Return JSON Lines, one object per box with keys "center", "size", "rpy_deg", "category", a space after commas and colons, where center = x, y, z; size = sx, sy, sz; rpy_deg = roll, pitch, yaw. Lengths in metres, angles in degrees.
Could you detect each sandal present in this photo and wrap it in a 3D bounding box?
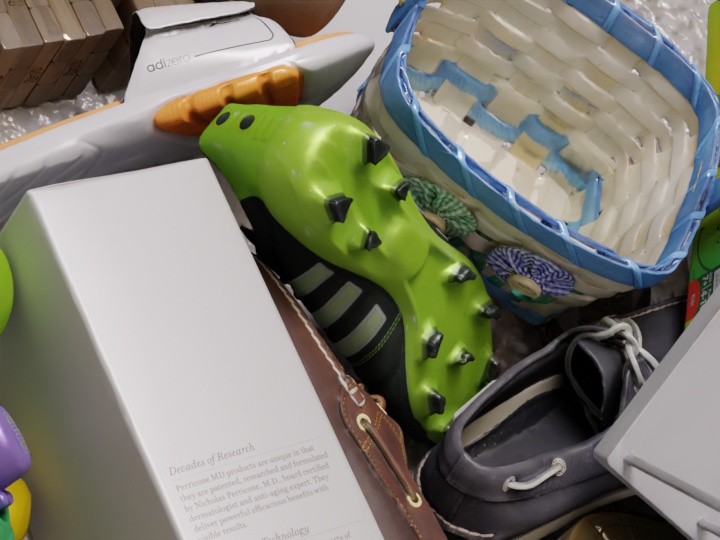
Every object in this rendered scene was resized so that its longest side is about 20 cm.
{"center": [-0.091, -0.076, 0.847], "size": [0.205, 0.079, 0.060], "rpy_deg": [-20, 81, -19], "category": "sandal"}

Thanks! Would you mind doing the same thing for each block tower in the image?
{"center": [-0.166, -0.098, 0.861], "size": [0.199, 0.054, 0.058], "rpy_deg": [-14, 69, -38], "category": "block tower"}

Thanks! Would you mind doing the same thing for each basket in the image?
{"center": [0.091, -0.072, 0.880], "size": [0.176, 0.200, 0.140], "rpy_deg": [31, 47, -11], "category": "basket"}

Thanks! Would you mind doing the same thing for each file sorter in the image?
{"center": [0.226, 0.089, 0.829], "size": [0.200, 0.124, 0.139], "rpy_deg": [41, 83, -21], "category": "file sorter"}

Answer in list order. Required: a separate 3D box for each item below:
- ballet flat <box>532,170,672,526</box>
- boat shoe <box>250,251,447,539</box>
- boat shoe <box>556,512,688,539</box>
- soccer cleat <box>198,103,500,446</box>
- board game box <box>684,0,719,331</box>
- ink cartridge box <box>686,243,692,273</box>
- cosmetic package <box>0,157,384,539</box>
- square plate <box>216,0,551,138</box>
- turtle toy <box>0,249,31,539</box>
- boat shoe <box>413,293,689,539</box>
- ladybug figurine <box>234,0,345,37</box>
{"center": [0.112, 0.038, 0.971], "size": [0.067, 0.046, 0.201], "rpy_deg": [-4, 56, -11], "category": "ballet flat"}
{"center": [-0.014, 0.081, 0.836], "size": [0.070, 0.070, 0.201], "rpy_deg": [-19, 81, -33], "category": "boat shoe"}
{"center": [0.152, 0.158, 0.913], "size": [0.200, 0.063, 0.074], "rpy_deg": [15, 49, -33], "category": "boat shoe"}
{"center": [0.000, 0.000, 0.862], "size": [0.068, 0.081, 0.200], "rpy_deg": [-54, 140, -22], "category": "soccer cleat"}
{"center": [0.207, -0.038, 0.954], "size": [0.101, 0.048, 0.201], "rpy_deg": [29, 50, -22], "category": "board game box"}
{"center": [0.244, 0.024, 1.033], "size": [0.145, 0.084, 0.201], "rpy_deg": [16, 55, -24], "category": "ink cartridge box"}
{"center": [-0.070, 0.072, 0.778], "size": [0.084, 0.108, 0.201], "rpy_deg": [-14, 68, -37], "category": "cosmetic package"}
{"center": [-0.006, -0.154, 1.021], "size": [0.197, 0.028, 0.201], "rpy_deg": [-22, 75, -40], "category": "square plate"}
{"center": [-0.173, 0.067, 0.716], "size": [0.145, 0.101, 0.201], "rpy_deg": [22, 51, -20], "category": "turtle toy"}
{"center": [0.107, 0.055, 0.888], "size": [0.199, 0.063, 0.073], "rpy_deg": [-28, 61, -28], "category": "boat shoe"}
{"center": [-0.035, -0.197, 0.923], "size": [0.071, 0.136, 0.201], "rpy_deg": [11, 54, -16], "category": "ladybug figurine"}
